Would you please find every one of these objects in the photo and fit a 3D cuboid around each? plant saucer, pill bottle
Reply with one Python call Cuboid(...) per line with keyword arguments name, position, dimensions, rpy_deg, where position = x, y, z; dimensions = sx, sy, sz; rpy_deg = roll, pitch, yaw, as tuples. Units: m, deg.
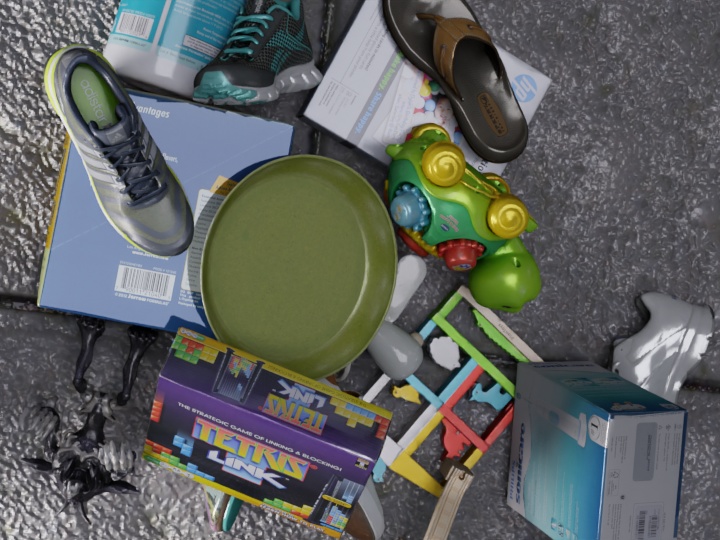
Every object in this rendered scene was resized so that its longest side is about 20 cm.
Cuboid(name="plant saucer", position=(-0.058, -0.002, 1.489), dimensions=(0.199, 0.031, 0.202), rpy_deg=(-5, 100, -32))
Cuboid(name="pill bottle", position=(-0.156, -0.260, 1.545), dimensions=(0.110, 0.111, 0.202), rpy_deg=(19, 89, -12))

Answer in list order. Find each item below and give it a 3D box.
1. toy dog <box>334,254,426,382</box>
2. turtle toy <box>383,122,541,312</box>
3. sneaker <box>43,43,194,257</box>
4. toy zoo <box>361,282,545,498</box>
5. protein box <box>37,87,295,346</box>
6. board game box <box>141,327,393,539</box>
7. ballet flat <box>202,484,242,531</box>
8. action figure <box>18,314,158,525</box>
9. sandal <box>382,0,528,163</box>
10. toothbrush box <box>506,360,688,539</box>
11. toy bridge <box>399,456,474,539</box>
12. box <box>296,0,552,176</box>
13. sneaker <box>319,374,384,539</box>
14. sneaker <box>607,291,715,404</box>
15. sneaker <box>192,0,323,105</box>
Cuboid(name="toy dog", position=(0.000, 0.000, 1.598), dimensions=(0.096, 0.131, 0.201), rpy_deg=(-34, 108, -40))
Cuboid(name="turtle toy", position=(0.095, -0.046, 1.557), dimensions=(0.200, 0.146, 0.101), rpy_deg=(40, 98, -11))
Cuboid(name="sneaker", position=(-0.204, -0.099, 1.419), dimensions=(0.074, 0.081, 0.201), rpy_deg=(-33, 97, -7))
Cuboid(name="toy zoo", position=(0.078, 0.130, 1.655), dimensions=(0.131, 0.020, 0.200), rpy_deg=(42, 85, -10))
Cuboid(name="protein box", position=(-0.179, -0.052, 1.537), dimensions=(0.197, 0.135, 0.202), rpy_deg=(11, 90, -11))
Cuboid(name="board game box", position=(-0.085, 0.146, 1.482), dimensions=(0.198, 0.166, 0.057), rpy_deg=(22, 57, 1))
Cuboid(name="ballet flat", position=(-0.114, 0.144, 1.601), dimensions=(0.071, 0.069, 0.201), rpy_deg=(24, 84, 7))
Cuboid(name="action figure", position=(-0.250, 0.143, 1.544), dimensions=(0.118, 0.102, 0.202), rpy_deg=(15, 98, 6))
Cuboid(name="sandal", position=(0.095, -0.193, 1.581), dimensions=(0.081, 0.055, 0.201), rpy_deg=(-28, 88, -14))
Cuboid(name="toothbrush box", position=(0.216, 0.177, 1.583), dimensions=(0.085, 0.200, 0.148), rpy_deg=(0, 99, -20))
Cuboid(name="toy bridge", position=(0.050, 0.277, 1.620), dimensions=(0.027, 0.067, 0.201), rpy_deg=(29, 94, -13))
Cuboid(name="box", position=(0.062, -0.166, 1.630), dimensions=(0.199, 0.041, 0.157), rpy_deg=(30, 87, -12))
Cuboid(name="sneaker", position=(-0.011, 0.167, 1.602), dimensions=(0.085, 0.072, 0.201), rpy_deg=(-46, 127, -33))
Cuboid(name="sneaker", position=(0.278, 0.115, 1.680), dimensions=(0.086, 0.075, 0.201), rpy_deg=(24, 81, 0))
Cuboid(name="sneaker", position=(-0.097, -0.199, 1.515), dimensions=(0.077, 0.200, 0.092), rpy_deg=(0, 104, 18))
